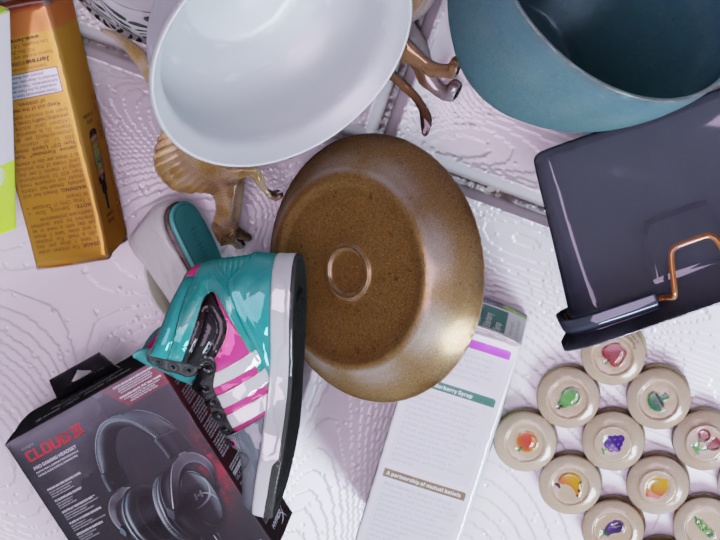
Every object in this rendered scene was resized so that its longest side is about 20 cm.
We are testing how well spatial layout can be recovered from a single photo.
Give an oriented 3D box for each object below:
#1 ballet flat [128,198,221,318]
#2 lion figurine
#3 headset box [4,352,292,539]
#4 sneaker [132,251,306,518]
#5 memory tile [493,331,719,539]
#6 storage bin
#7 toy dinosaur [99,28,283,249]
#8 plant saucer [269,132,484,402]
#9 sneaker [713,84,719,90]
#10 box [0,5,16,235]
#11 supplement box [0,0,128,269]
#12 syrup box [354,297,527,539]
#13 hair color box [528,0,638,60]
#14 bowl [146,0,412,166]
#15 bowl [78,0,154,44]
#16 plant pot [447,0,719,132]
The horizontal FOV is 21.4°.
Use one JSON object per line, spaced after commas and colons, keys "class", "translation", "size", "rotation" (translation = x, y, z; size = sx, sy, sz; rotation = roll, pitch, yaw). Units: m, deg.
{"class": "ballet flat", "translation": [-0.117, 0.041, 1.474], "size": [0.069, 0.069, 0.201], "rotation": [-26, 97, 14]}
{"class": "lion figurine", "translation": [0.036, -0.208, 1.373], "size": [0.122, 0.072, 0.201], "rotation": [26, 112, 8]}
{"class": "headset box", "translation": [-0.170, 0.156, 1.501], "size": [0.148, 0.077, 0.201], "rotation": [-28, 102, 15]}
{"class": "sneaker", "translation": [-0.107, 0.081, 1.398], "size": [0.120, 0.084, 0.201], "rotation": [6, 103, 8]}
{"class": "memory tile", "translation": [0.214, 0.149, 1.476], "size": [0.200, 0.017, 0.153], "rotation": [43, 107, -6]}
{"class": "storage bin", "translation": [0.210, -0.041, 1.294], "size": [0.199, 0.146, 0.135], "rotation": [-20, 92, 5]}
{"class": "toy dinosaur", "translation": [-0.113, -0.105, 1.421], "size": [0.101, 0.058, 0.201], "rotation": [-26, 108, 6]}
{"class": "plant saucer", "translation": [0.000, 0.000, 1.403], "size": [0.199, 0.035, 0.202], "rotation": [5, 98, 37]}
{"class": "sneaker", "translation": [0.238, -0.084, 1.383], "size": [0.199, 0.074, 0.116], "rotation": [-6, 101, 2]}
{"class": "box", "translation": [-0.312, -0.133, 1.409], "size": [0.122, 0.048, 0.201], "rotation": [25, 124, 35]}
{"class": "supplement box", "translation": [-0.233, -0.106, 1.441], "size": [0.068, 0.067, 0.201], "rotation": [-11, 103, 11]}
{"class": "syrup box", "translation": [0.062, 0.122, 1.457], "size": [0.081, 0.079, 0.201], "rotation": [18, 107, 3]}
{"class": "hair color box", "translation": [0.164, -0.222, 1.354], "size": [0.098, 0.061, 0.201], "rotation": [-15, 104, 12]}
{"class": "bowl", "translation": [-0.071, -0.177, 1.329], "size": [0.200, 0.090, 0.202], "rotation": [-20, 139, -19]}
{"class": "bowl", "translation": [-0.144, -0.253, 1.372], "size": [0.199, 0.094, 0.202], "rotation": [2, 106, 7]}
{"class": "plant pot", "translation": [0.135, -0.171, 1.259], "size": [0.200, 0.200, 0.135], "rotation": [43, 143, -5]}
